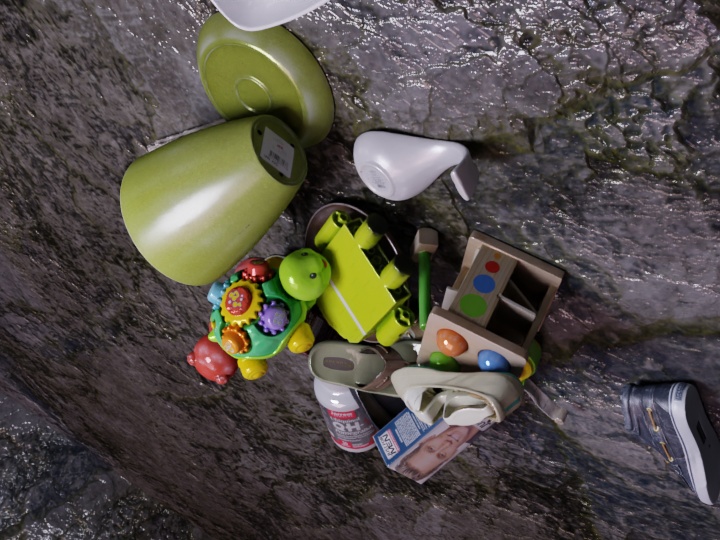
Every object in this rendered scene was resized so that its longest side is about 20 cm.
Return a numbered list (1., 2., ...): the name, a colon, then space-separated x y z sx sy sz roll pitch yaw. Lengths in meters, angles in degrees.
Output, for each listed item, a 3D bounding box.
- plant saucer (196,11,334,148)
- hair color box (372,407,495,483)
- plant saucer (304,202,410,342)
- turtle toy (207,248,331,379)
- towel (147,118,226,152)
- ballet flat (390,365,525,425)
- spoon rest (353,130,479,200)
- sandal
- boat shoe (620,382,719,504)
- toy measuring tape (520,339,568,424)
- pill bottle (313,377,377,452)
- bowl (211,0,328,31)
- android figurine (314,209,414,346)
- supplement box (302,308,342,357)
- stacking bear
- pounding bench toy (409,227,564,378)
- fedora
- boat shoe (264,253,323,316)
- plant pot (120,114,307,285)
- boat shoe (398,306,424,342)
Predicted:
1. plant saucer: -0.125 -0.222 1.016 0.198 0.031 0.201 24 146 17
2. hair color box: 0.126 0.214 1.195 0.100 0.200 0.061 36 -163 -44
3. plant saucer: 0.000 0.000 1.136 0.199 0.032 0.203 27 130 37
4. turtle toy: -0.123 0.042 1.102 0.147 0.198 0.101 65 -169 26
5. towel: -0.212 -0.146 1.188 0.198 0.035 0.133 -4 130 43
6. ballet flat: 0.100 0.151 0.975 0.198 0.070 0.070 -9 129 47
7. spoon rest: 0.065 -0.121 0.969 0.199 0.061 0.100 14 143 51
8. sandal: 0.020 0.137 1.155 0.197 0.081 0.057 0 177 10
9. boat shoe: 0.411 0.222 1.088 0.090 0.071 0.202 -1 127 43
10. toy measuring tape: 0.235 0.138 1.130 0.200 0.074 0.073 44 146 -16
11. pill bottle: -0.018 0.211 1.404 0.109 0.111 0.202 15 143 26
12. bowl: -0.099 -0.346 0.793 0.198 0.075 0.201 -6 130 44
13. android figurine: -0.002 0.016 1.087 0.183 0.041 0.200 55 142 14
14. supplement box: -0.096 0.086 1.250 0.108 0.062 0.200 25 171 24
15. stacking bear: -0.193 0.088 1.316 0.121 0.201 0.114 35 148 -3
16. pounding bench toy: 0.124 0.051 1.032 0.198 0.157 0.125 26 147 13
17. fedora: 0.053 0.163 1.271 0.091 0.202 0.201 -29 118 18
18. boat shoe: -0.057 0.031 1.257 0.199 0.075 0.063 23 180 1
19. plant pot: -0.165 -0.104 1.035 0.198 0.188 0.187 -25 117 35
20. boat shoe: 0.085 0.091 1.207 0.066 0.074 0.201 -28 108 28
